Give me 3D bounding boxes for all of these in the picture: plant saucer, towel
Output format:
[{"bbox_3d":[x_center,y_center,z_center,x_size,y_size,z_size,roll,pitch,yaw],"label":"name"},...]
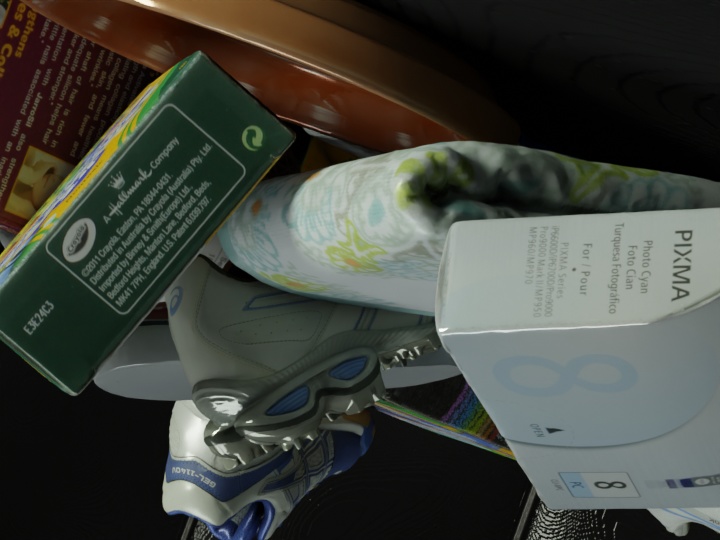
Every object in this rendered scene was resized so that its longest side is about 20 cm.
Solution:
[{"bbox_3d":[-0.033,-0.085,0.978,0.200,0.032,0.200,21,177,1],"label":"plant saucer"},{"bbox_3d":[0.066,-0.012,0.989,0.200,0.048,0.171,8,170,-24],"label":"towel"}]

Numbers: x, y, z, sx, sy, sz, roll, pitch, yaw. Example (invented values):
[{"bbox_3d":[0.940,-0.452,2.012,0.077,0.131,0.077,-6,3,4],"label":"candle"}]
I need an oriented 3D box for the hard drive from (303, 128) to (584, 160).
[{"bbox_3d":[0.089,-0.030,1.149,0.200,0.025,0.132,23,175,-34],"label":"hard drive"}]

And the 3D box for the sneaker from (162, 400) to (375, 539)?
[{"bbox_3d":[-0.054,0.092,1.293,0.075,0.088,0.200,17,176,20],"label":"sneaker"}]

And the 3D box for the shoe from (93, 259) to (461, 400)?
[{"bbox_3d":[-0.039,0.005,1.149,0.200,0.091,0.071,0,166,-41],"label":"shoe"}]

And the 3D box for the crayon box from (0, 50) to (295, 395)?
[{"bbox_3d":[-0.097,-0.017,1.028,0.052,0.126,0.200,41,173,-7],"label":"crayon box"}]

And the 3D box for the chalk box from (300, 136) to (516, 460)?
[{"bbox_3d":[0.060,0.025,1.330,0.200,0.125,0.124,25,174,-42],"label":"chalk box"}]

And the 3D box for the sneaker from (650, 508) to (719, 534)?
[{"bbox_3d":[0.123,0.069,1.143,0.200,0.075,0.087,36,145,46],"label":"sneaker"}]

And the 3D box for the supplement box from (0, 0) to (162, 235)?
[{"bbox_3d":[-0.177,-0.087,1.092,0.086,0.111,0.200,17,175,45],"label":"supplement box"}]

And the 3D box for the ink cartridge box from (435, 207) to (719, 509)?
[{"bbox_3d":[0.142,0.034,0.894,0.200,0.047,0.160,-1,153,19],"label":"ink cartridge box"}]

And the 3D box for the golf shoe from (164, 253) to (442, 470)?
[{"bbox_3d":[0.000,0.000,1.088,0.078,0.097,0.200,-25,-177,45],"label":"golf shoe"}]

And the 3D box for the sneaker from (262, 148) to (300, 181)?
[{"bbox_3d":[-0.118,-0.070,1.242,0.200,0.070,0.076,30,155,6],"label":"sneaker"}]

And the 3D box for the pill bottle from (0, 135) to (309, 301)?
[{"bbox_3d":[-0.079,-0.029,1.366,0.200,0.115,0.114,22,176,-28],"label":"pill bottle"}]
